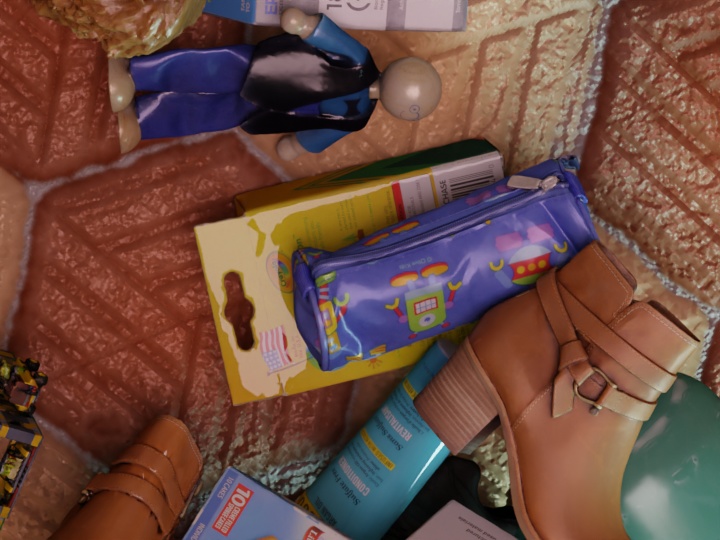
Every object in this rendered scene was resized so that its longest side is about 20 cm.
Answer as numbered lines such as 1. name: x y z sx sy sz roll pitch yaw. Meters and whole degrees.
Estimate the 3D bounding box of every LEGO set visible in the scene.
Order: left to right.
1. LEGO set: -0.283 0.126 1.569 0.116 0.154 0.200 19 112 -27

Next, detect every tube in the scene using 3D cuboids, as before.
1. tube: 0.007 0.133 1.635 0.050 0.077 0.200 27 107 -42

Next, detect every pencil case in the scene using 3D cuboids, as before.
1. pencil case: 0.054 -0.005 1.578 0.200 0.078 0.087 -19 136 -5

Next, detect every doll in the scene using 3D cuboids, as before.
1. doll: -0.050 -0.108 1.577 0.200 0.048 0.136 -4 144 0

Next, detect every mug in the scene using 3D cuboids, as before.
1. mug: 0.170 0.144 1.640 0.152 0.185 0.114 -25 108 35

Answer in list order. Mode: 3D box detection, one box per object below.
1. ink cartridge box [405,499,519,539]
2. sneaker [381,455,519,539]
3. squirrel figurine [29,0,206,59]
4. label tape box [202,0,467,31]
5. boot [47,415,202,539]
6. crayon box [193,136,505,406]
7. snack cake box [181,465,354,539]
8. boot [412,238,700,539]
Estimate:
1. ink cartridge box: 0.022 0.259 1.553 0.200 0.084 0.145 -37 142 -35
2. sneaker: 0.091 0.206 1.698 0.091 0.076 0.200 -47 122 -23
3. squirrel figurine: -0.164 -0.228 1.495 0.187 0.142 0.200 24 116 10
4. label tape box: -0.033 -0.221 1.569 0.200 0.063 0.144 1 104 -10
5. boot: -0.152 0.154 1.564 0.074 0.200 0.155 37 74 0
6. crayon box: 0.000 0.000 1.639 0.200 0.051 0.127 -13 107 -7
7. snack cake box: -0.078 0.237 1.584 0.115 0.067 0.200 29 84 27
8. boot: 0.147 0.095 1.539 0.155 0.074 0.200 -43 89 10
